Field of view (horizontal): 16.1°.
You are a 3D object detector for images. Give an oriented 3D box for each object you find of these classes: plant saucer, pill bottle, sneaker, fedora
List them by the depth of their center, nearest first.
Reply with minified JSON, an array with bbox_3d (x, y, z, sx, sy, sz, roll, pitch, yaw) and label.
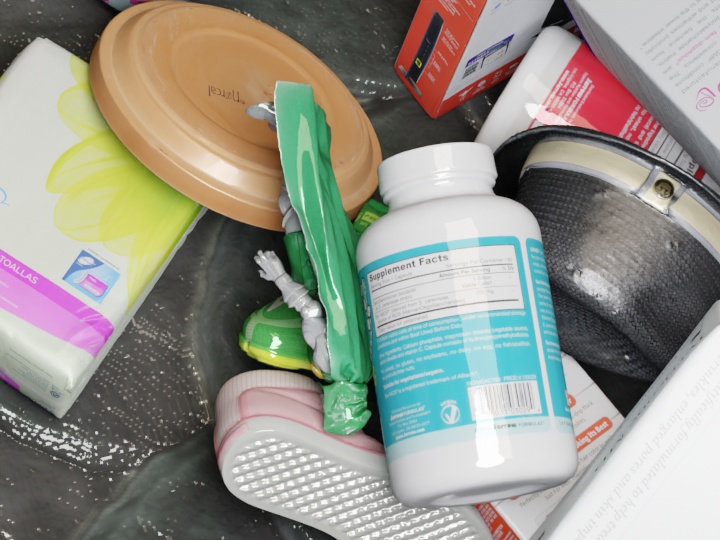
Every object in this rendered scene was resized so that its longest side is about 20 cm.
[{"bbox_3d":[0.058,0.031,1.476,0.110,0.111,0.201,-5,77,-15],"label":"pill bottle"},{"bbox_3d":[-0.006,0.123,1.548,0.200,0.075,0.105,30,16,-25],"label":"sneaker"},{"bbox_3d":[0.153,0.003,1.561,0.200,0.201,0.092,31,66,3],"label":"fedora"},{"bbox_3d":[0.000,0.000,1.593,0.200,0.084,0.074,-29,32,-33],"label":"sneaker"},{"bbox_3d":[-0.074,-0.104,1.614,0.200,0.032,0.201,21,35,-16],"label":"plant saucer"},{"bbox_3d":[0.179,-0.063,1.659,0.200,0.112,0.112,32,62,3],"label":"pill bottle"}]

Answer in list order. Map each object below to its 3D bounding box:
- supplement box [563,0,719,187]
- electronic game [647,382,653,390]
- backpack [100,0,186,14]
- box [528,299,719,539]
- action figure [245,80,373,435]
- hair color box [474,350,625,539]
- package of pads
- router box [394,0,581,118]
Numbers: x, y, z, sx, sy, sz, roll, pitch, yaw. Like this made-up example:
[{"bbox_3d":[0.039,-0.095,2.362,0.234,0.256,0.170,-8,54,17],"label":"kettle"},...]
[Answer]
[{"bbox_3d":[0.214,-0.133,1.535,0.101,0.103,0.200,-37,50,0],"label":"supplement box"},{"bbox_3d":[0.259,0.131,1.586,0.200,0.042,0.200,24,39,-22],"label":"electronic game"},{"bbox_3d":[-0.107,-0.260,1.680,0.200,0.127,0.167,-30,78,-21],"label":"backpack"},{"bbox_3d":[0.220,0.156,1.436,0.200,0.131,0.199,38,98,2],"label":"box"},{"bbox_3d":[-0.025,-0.001,1.504,0.055,0.118,0.201,-15,76,16],"label":"action figure"},{"bbox_3d":[0.120,0.135,1.579,0.111,0.064,0.200,-33,77,-26],"label":"hair color box"},{"bbox_3d":[-0.195,-0.031,1.583,0.154,0.068,0.200,33,61,2],"label":"package of pads"},{"bbox_3d":[0.129,-0.202,1.677,0.200,0.180,0.049,-30,74,-23],"label":"router box"}]
